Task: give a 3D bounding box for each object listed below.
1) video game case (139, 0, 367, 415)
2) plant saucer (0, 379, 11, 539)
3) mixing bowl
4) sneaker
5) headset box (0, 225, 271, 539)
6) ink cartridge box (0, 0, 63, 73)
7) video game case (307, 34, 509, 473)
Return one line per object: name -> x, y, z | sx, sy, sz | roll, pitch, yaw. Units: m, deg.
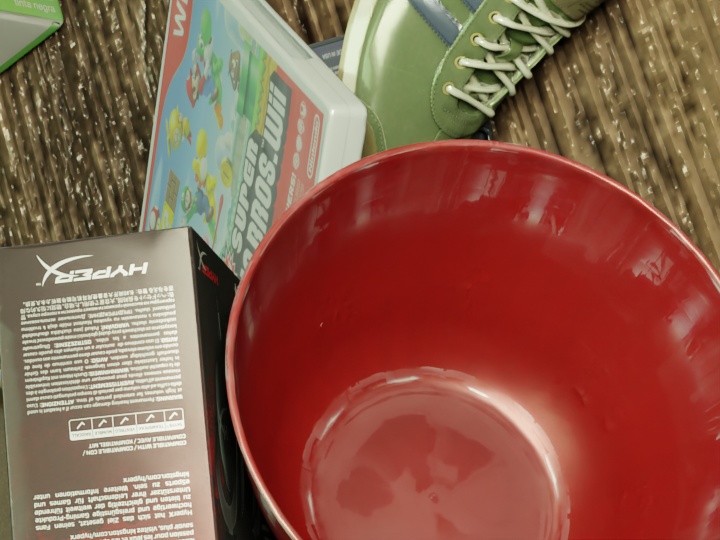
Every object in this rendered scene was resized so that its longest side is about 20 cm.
video game case -> -0.049, -0.037, 1.023 | 0.200, 0.017, 0.144 | -129, 44, -57
plant saucer -> -0.191, 0.136, 1.098 | 0.199, 0.032, 0.201 | -3, 85, 35
mixing bowl -> 0.040, 0.064, 0.907 | 0.109, 0.199, 0.201 | 115, 138, -60
sneaker -> 0.056, -0.112, 0.956 | 0.090, 0.067, 0.201 | 16, 89, 33
headset box -> -0.077, 0.097, 0.901 | 0.077, 0.149, 0.201 | -7, 80, 5
ink cartridge box -> -0.244, -0.182, 1.237 | 0.145, 0.084, 0.201 | -31, 67, 36
video game case -> 0.000, 0.000, 1.042 | 0.142, 0.019, 0.201 | -11, 80, 42
